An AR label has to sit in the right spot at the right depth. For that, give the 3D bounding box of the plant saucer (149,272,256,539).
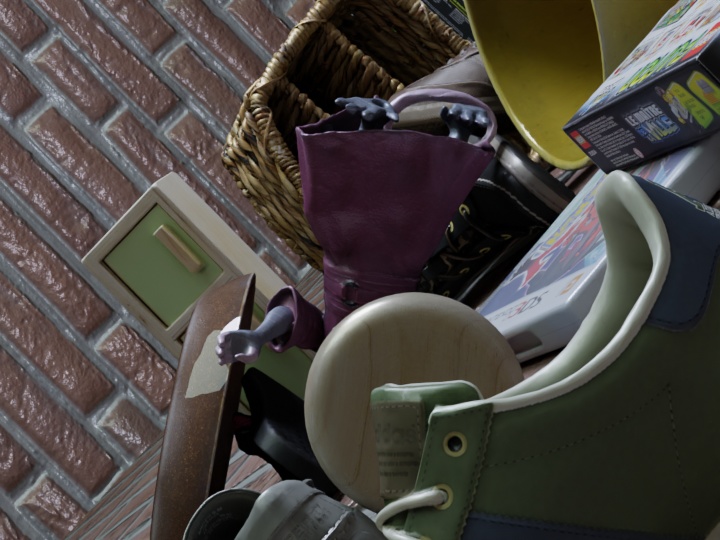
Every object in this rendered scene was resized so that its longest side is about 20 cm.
[{"bbox_3d":[-0.095,0.098,0.985,0.200,0.034,0.202,-169,90,-89],"label":"plant saucer"}]

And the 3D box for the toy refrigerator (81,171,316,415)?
[{"bbox_3d":[-0.086,0.035,1.108,0.076,0.200,0.070,-43,4,12],"label":"toy refrigerator"}]

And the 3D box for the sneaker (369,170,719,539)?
[{"bbox_3d":[0.028,0.064,0.366,0.200,0.090,0.067,-47,5,-10],"label":"sneaker"}]

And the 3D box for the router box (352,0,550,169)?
[{"bbox_3d":[0.114,-0.193,1.311,0.150,0.200,0.062,-47,0,-33],"label":"router box"}]

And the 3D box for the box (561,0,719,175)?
[{"bbox_3d":[0.163,-0.104,0.748,0.110,0.035,0.200,-47,4,-8],"label":"box"}]

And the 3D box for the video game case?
[{"bbox_3d":[0.129,-0.032,0.798,0.200,0.023,0.182,-47,4,-19],"label":"video game case"}]

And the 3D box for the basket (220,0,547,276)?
[{"bbox_3d":[0.015,-0.086,1.169,0.143,0.200,0.149,-49,-2,-43],"label":"basket"}]

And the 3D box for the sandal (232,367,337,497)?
[{"bbox_3d":[-0.048,0.103,0.977,0.045,0.075,0.200,-55,6,4],"label":"sandal"}]

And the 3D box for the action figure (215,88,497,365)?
[{"bbox_3d":[0.000,0.000,0.931,0.149,0.133,0.202,-70,-8,-72],"label":"action figure"}]

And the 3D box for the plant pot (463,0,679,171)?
[{"bbox_3d":[0.159,-0.176,0.981,0.141,0.202,0.200,-18,-3,-13],"label":"plant pot"}]

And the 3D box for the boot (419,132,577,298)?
[{"bbox_3d":[0.054,-0.010,1.038,0.151,0.073,0.200,-53,17,-2],"label":"boot"}]

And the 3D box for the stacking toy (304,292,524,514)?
[{"bbox_3d":[0.026,0.047,0.710,0.085,0.085,0.200,-45,0,4],"label":"stacking toy"}]

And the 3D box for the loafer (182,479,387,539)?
[{"bbox_3d":[-0.040,0.119,0.685,0.070,0.070,0.200,-47,4,-25],"label":"loafer"}]

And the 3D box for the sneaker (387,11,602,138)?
[{"bbox_3d":[0.109,-0.138,1.106,0.198,0.076,0.070,-9,-10,12],"label":"sneaker"}]
